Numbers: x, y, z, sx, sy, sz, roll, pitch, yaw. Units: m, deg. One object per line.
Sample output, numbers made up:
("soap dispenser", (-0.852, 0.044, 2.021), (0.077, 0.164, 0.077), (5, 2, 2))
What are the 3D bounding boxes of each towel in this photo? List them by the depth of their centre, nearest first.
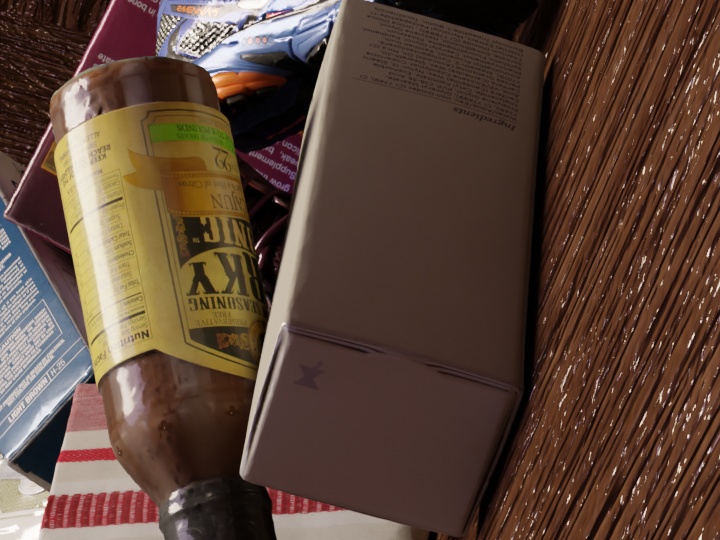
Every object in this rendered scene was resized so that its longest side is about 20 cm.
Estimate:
("towel", (-0.046, 0.097, 1.031), (0.200, 0.143, 0.023), (-83, -14, -58))

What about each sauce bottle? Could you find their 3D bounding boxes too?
("sauce bottle", (-0.060, 0.027, 0.980), (0.065, 0.064, 0.201), (115, 144, -67))

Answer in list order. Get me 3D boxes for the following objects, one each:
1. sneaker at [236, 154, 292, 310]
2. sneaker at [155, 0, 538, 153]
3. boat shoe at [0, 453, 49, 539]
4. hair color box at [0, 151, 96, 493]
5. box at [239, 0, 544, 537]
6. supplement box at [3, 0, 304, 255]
("sneaker", (-0.046, -0.006, 1.056), (0.076, 0.115, 0.200), (-53, 34, -6))
("sneaker", (-0.011, -0.112, 1.103), (0.200, 0.075, 0.079), (-22, 72, 32))
("boat shoe", (-0.087, 0.099, 1.284), (0.074, 0.201, 0.065), (39, -134, -47))
("hair color box", (-0.131, 0.028, 1.249), (0.061, 0.100, 0.200), (-46, 39, 9))
("box", (0.014, -0.007, 0.968), (0.200, 0.082, 0.069), (-79, 6, -53))
("supplement box", (-0.054, -0.088, 1.218), (0.200, 0.110, 0.086), (-62, 0, 9))
